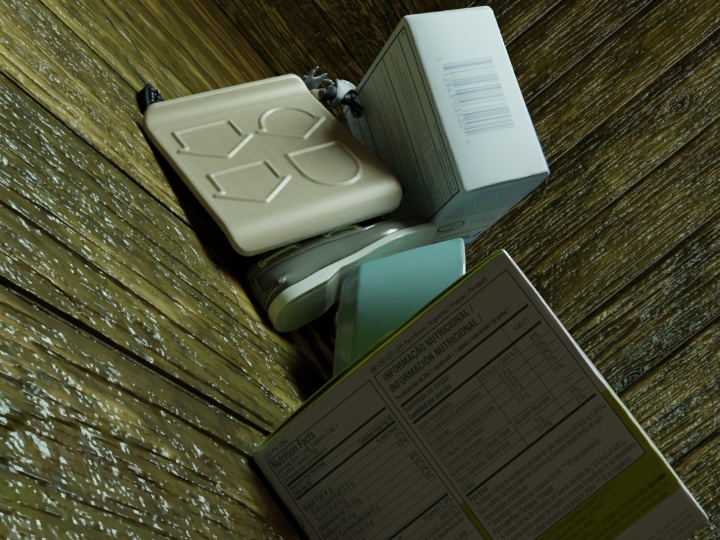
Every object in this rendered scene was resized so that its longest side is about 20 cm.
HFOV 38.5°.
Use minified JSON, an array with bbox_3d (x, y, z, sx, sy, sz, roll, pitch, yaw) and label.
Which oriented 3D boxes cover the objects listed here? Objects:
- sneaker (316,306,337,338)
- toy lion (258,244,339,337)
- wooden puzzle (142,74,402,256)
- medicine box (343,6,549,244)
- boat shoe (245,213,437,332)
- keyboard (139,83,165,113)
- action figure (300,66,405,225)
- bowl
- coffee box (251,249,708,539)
[{"bbox_3d":[-0.018,0.015,1.164,0.075,0.086,0.200,54,7,-6],"label":"sneaker"},{"bbox_3d":[0.000,0.000,1.092,0.200,0.069,0.190,46,25,22],"label":"toy lion"},{"bbox_3d":[-0.085,-0.098,0.971,0.201,0.183,0.047,51,-36,32],"label":"wooden puzzle"},{"bbox_3d":[0.079,-0.133,1.050,0.200,0.101,0.185,135,-60,-64],"label":"medicine box"},{"bbox_3d":[-0.014,-0.013,0.953,0.060,0.200,0.073,47,-36,25],"label":"boat shoe"},{"bbox_3d":[-0.162,-0.131,1.111,0.200,0.039,0.105,50,7,-35],"label":"keyboard"},{"bbox_3d":[-0.034,-0.123,1.076,0.069,0.131,0.201,-7,49,-43],"label":"action figure"},{"bbox_3d":[0.031,0.071,0.891,0.201,0.103,0.205,4,90,-89],"label":"bowl"},{"bbox_3d":[0.078,0.126,0.688,0.199,0.199,0.200,52,6,7],"label":"coffee box"}]
